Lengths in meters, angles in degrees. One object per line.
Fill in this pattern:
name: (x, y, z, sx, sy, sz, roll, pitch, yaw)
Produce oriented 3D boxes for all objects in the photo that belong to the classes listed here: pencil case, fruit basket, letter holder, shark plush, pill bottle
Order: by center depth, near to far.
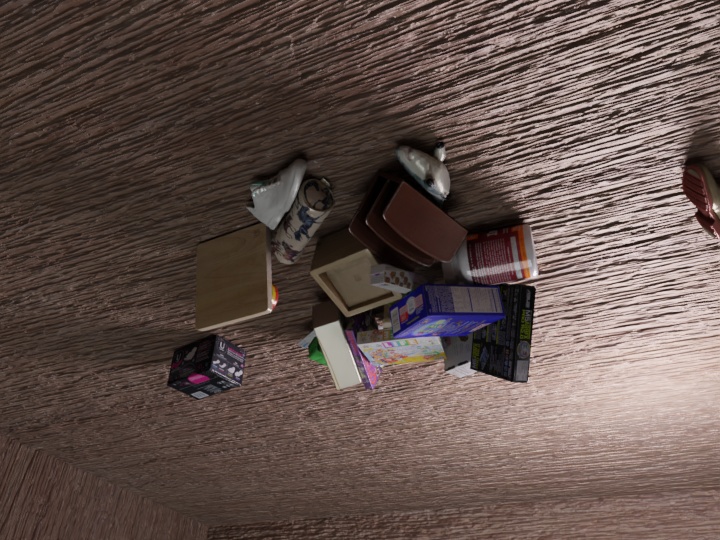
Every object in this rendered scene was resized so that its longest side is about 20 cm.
shark plush: (0.134, -0.182, 1.175, 0.081, 0.094, 0.199, 8, 170, 27)
letter holder: (0.091, -0.077, 1.197, 0.198, 0.100, 0.144, 31, 91, -33)
pencil case: (-0.121, -0.102, 1.253, 0.076, 0.091, 0.201, 26, 138, -13)
pill bottle: (0.276, -0.026, 1.301, 0.194, 0.116, 0.114, -10, 142, 18)
fruit basket: (-0.047, 0.180, 1.650, 0.182, 0.095, 0.200, 26, 122, -30)

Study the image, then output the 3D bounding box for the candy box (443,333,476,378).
candy box: (0.293, 0.150, 1.488, 0.071, 0.172, 0.198, 24, 141, -36)

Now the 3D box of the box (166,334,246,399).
box: (-0.451, 0.288, 1.782, 0.196, 0.117, 0.132, -21, 139, 31)

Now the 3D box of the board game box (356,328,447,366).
board game box: (0.103, 0.183, 1.473, 0.194, 0.035, 0.135, -9, 146, 18)

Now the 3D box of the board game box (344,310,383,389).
board game box: (0.017, 0.191, 1.559, 0.031, 0.121, 0.204, 4, 129, 30)

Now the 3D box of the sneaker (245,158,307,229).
sneaker: (-0.174, -0.159, 1.199, 0.087, 0.077, 0.200, 29, 139, -13)

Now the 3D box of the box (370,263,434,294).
box: (0.091, 0.024, 1.275, 0.041, 0.040, 0.198, -8, 165, 37)

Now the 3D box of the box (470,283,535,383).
box: (0.310, 0.130, 1.327, 0.043, 0.207, 0.159, 5, 179, -24)

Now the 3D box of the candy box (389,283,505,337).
candy box: (0.186, 0.090, 1.315, 0.194, 0.079, 0.169, 3, 158, -24)

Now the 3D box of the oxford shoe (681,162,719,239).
oxford shoe: (0.679, -0.148, 1.163, 0.074, 0.071, 0.200, -39, 130, 9)

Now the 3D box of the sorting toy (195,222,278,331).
sorting toy: (-0.270, 0.022, 1.347, 0.195, 0.205, 0.069, -15, 157, 24)

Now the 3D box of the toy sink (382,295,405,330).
toy sink: (0.124, 0.125, 1.520, 0.126, 0.115, 0.202, -2, 149, 8)

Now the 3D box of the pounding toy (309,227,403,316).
pounding toy: (0.000, 0.000, 1.364, 0.180, 0.145, 0.201, -19, 128, 27)

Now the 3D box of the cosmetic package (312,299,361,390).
cosmetic package: (-0.060, 0.189, 1.538, 0.071, 0.104, 0.204, -17, 118, 3)
